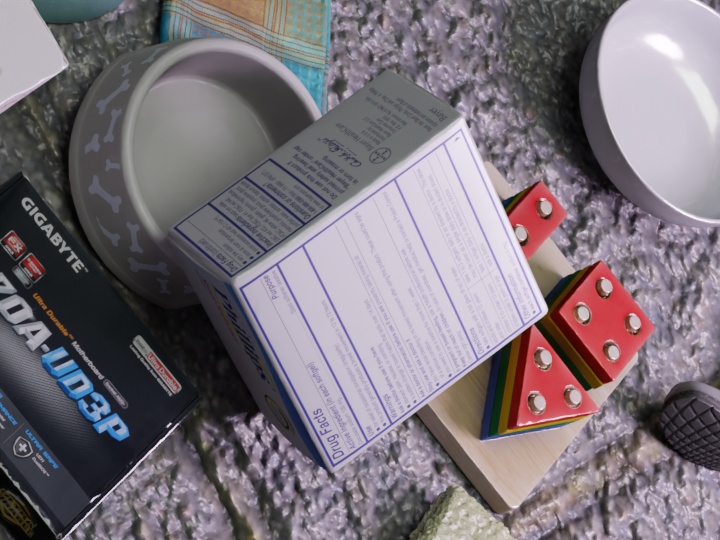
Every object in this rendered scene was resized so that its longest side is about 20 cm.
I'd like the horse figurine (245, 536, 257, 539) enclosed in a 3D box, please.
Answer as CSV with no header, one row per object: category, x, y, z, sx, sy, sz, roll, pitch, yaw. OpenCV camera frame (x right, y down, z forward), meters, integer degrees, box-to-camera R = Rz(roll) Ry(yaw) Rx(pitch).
horse figurine,-0.083,0.271,1.652,0.050,0.133,0.201,13,47,2

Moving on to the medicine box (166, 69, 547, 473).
medicine box,0.000,0.000,1.749,0.200,0.103,0.183,-35,127,-13

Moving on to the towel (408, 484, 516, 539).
towel,0.069,0.265,1.831,0.148,0.036,0.201,41,55,-16

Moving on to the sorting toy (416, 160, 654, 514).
sorting toy,0.115,0.041,1.930,0.200,0.069,0.199,52,51,-9

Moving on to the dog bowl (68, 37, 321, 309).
dog bowl,-0.104,-0.071,1.801,0.199,0.059,0.202,8,76,-33

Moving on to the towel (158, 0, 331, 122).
towel,-0.083,-0.193,1.907,0.146,0.022,0.201,18,63,-31

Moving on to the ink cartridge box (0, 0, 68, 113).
ink cartridge box,-0.296,-0.101,1.596,0.147,0.200,0.086,-36,95,-40

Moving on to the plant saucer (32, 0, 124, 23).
plant saucer,-0.224,-0.275,1.825,0.199,0.036,0.201,14,64,-32

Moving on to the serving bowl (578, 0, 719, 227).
serving bowl,0.250,-0.125,2.098,0.199,0.066,0.201,14,65,-32

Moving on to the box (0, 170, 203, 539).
box,-0.220,0.060,1.690,0.200,0.046,0.159,52,51,-8

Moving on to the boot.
boot,0.315,0.098,2.067,0.200,0.070,0.132,31,53,-36
